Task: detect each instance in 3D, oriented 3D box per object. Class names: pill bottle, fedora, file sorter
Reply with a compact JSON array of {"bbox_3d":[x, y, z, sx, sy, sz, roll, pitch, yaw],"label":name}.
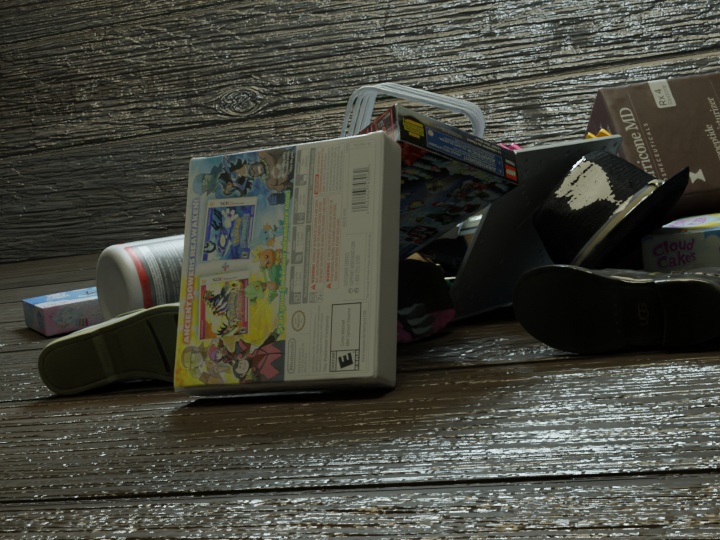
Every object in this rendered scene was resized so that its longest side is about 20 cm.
[{"bbox_3d":[-0.205,0.013,1.482,0.200,0.116,0.116,-11,6,-32],"label":"pill bottle"},{"bbox_3d":[0.232,-0.054,1.216,0.201,0.092,0.201,-43,-14,-14],"label":"fedora"},{"bbox_3d":[0.053,-0.122,1.274,0.139,0.125,0.200,15,11,5],"label":"file sorter"}]

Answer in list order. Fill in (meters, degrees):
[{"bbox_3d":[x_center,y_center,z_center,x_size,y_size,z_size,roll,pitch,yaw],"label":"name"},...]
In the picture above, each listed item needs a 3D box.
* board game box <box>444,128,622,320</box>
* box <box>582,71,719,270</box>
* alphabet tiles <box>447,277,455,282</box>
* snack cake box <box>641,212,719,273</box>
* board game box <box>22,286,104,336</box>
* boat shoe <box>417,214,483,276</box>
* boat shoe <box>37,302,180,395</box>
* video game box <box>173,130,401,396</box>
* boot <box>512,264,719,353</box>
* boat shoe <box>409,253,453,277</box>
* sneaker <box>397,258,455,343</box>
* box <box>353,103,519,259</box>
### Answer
[{"bbox_3d":[0.171,-0.050,1.274,0.200,0.200,0.026,-13,44,-46],"label":"board game box"},{"bbox_3d":[0.381,-0.116,1.452,0.200,0.166,0.164,-8,-29,-7],"label":"box"},{"bbox_3d":[0.169,0.006,1.612,0.200,0.008,0.167,-10,6,-21],"label":"alphabet tiles"},{"bbox_3d":[0.369,-0.020,1.265,0.115,0.067,0.200,-4,6,26],"label":"snack cake box"},{"bbox_3d":[-0.359,0.048,1.729,0.199,0.043,0.200,-11,6,-23],"label":"board game box"},{"bbox_3d":[0.107,-0.025,1.395,0.075,0.062,0.200,-17,4,-17],"label":"boat shoe"},{"bbox_3d":[-0.191,0.064,1.125,0.200,0.075,0.068,-8,11,11],"label":"boat shoe"},{"bbox_3d":[-0.058,-0.002,0.989,0.182,0.200,0.047,-4,-16,23],"label":"video game box"},{"bbox_3d":[0.246,0.025,1.026,0.200,0.069,0.174,4,8,31],"label":"boot"},{"bbox_3d":[0.134,-0.028,1.570,0.200,0.067,0.074,-4,-6,12],"label":"boat shoe"},{"bbox_3d":[-0.011,0.035,1.173,0.200,0.080,0.086,-8,3,-21],"label":"sneaker"},{"bbox_3d":[0.024,-0.065,1.101,0.137,0.040,0.200,17,-34,-33],"label":"box"}]
